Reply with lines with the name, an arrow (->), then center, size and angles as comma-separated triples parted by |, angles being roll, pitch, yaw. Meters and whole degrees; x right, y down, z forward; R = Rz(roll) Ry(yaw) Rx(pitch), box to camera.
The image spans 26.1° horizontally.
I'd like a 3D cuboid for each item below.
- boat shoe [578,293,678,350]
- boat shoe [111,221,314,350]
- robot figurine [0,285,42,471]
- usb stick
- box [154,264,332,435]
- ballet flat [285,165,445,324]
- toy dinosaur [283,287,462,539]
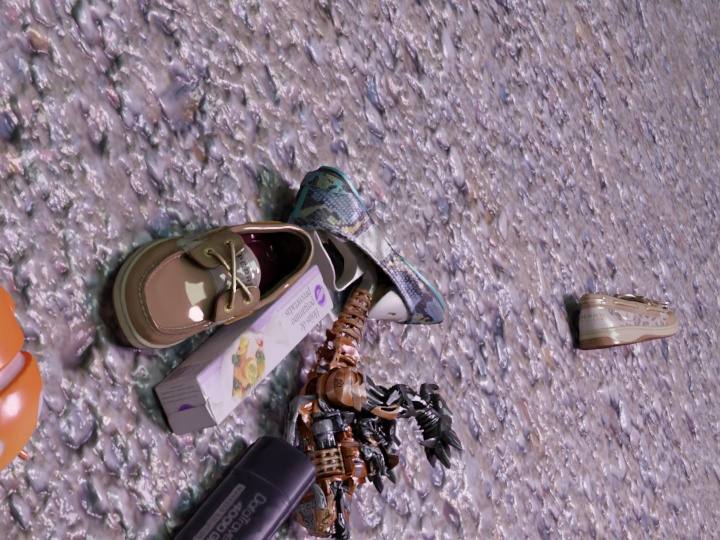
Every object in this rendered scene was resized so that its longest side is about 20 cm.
boat shoe -> 0.307, 0.051, 1.771 | 0.199, 0.073, 0.063 | -4, 83, -60
boat shoe -> -0.100, 0.001, 1.096 | 0.200, 0.066, 0.075 | -34, 106, -59
robot figurine -> -0.236, 0.033, 0.797 | 0.201, 0.116, 0.144 | 66, -12, -16
usb stick -> -0.089, 0.176, 1.057 | 0.055, 0.033, 0.200 | 29, 33, 8
box -> -0.081, 0.054, 1.133 | 0.200, 0.041, 0.039 | -46, 118, -58
ballet flat -> 0.000, 0.000, 1.287 | 0.200, 0.074, 0.075 | 49, 38, -35
toy dinosaur -> -0.001, 0.111, 1.202 | 0.135, 0.102, 0.202 | 25, 77, -33
